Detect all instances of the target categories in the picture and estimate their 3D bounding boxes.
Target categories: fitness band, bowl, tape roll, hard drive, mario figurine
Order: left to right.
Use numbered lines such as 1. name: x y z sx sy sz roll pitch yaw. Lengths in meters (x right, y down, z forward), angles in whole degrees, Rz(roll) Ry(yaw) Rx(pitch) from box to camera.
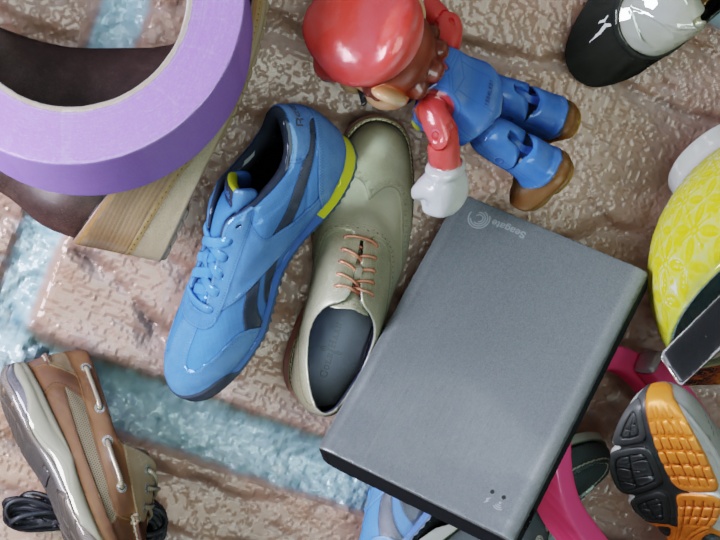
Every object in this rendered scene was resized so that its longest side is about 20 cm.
1. tape roll: -0.164 -0.150 1.053 0.198 0.066 0.202 0 76 2
2. mario figurine: 0.042 -0.114 1.135 0.199 0.124 0.106 29 112 -27
3. hard drive: 0.081 0.062 1.136 0.139 0.033 0.201 23 69 18
4. fitness band: 0.186 0.141 1.196 0.200 0.037 0.144 50 60 -28
5. bowl: 0.264 -0.037 1.172 0.199 0.201 0.108 -26 61 -6

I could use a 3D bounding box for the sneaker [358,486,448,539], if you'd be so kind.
1. sneaker: 0.036 0.136 1.202 0.078 0.066 0.201 36 107 24

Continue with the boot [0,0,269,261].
1. boot: -0.160 -0.120 1.101 0.165 0.072 0.202 25 87 -9

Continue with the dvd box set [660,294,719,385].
1. dvd box set: 0.306 0.021 1.159 0.199 0.030 0.147 3 139 -44

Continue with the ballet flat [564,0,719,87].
1. ballet flat: 0.220 -0.194 1.164 0.200 0.068 0.068 -40 106 -2

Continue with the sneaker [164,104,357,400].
1. sneaker: -0.081 -0.015 1.118 0.078 0.066 0.201 24 98 -51

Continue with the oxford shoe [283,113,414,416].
1. oxford shoe: 0.000 0.000 1.153 0.070 0.074 0.202 9 98 -10

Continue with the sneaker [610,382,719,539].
1. sneaker: 0.225 0.132 1.157 0.092 0.075 0.201 -58 136 -34

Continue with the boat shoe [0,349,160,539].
1. boat shoe: -0.160 0.139 1.125 0.071 0.076 0.201 -23 82 -23

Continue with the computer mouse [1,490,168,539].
1. computer mouse: -0.182 0.244 1.181 0.108 0.044 0.202 -2 95 -16

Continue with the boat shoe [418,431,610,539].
1. boat shoe: 0.100 0.184 1.192 0.199 0.062 0.073 -33 147 -17
